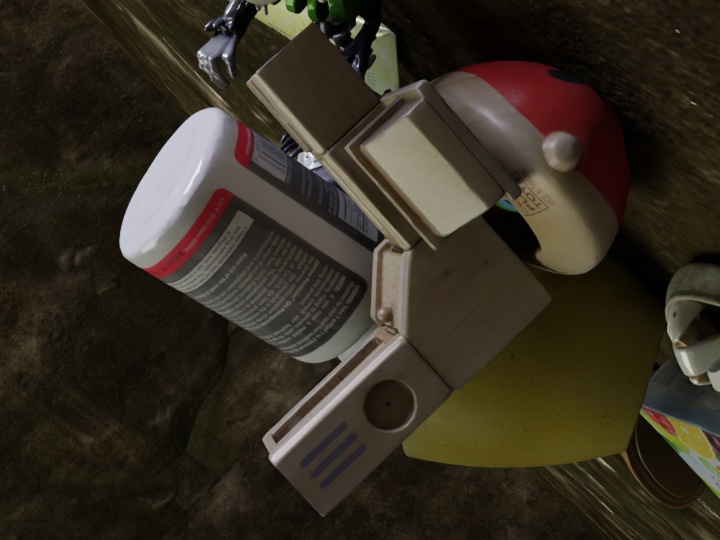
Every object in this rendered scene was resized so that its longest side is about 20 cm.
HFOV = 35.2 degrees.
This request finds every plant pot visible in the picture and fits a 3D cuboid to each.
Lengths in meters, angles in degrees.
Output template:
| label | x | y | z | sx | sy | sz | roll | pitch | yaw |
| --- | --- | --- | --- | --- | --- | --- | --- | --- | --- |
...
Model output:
| label | x | y | z | sx | sy | sz | roll | pitch | yaw |
| --- | --- | --- | --- | --- | --- | --- | --- | --- | --- |
| plant pot | 0.129 | 0.055 | 0.784 | 0.141 | 0.201 | 0.200 | 17 | 167 | 14 |

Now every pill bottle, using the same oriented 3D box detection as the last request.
| label | x | y | z | sx | sy | sz | roll | pitch | yaw |
| --- | --- | --- | --- | --- | --- | --- | --- | --- | --- |
| pill bottle | -0.046 | -0.008 | 0.742 | 0.200 | 0.111 | 0.111 | 33 | -179 | -25 |

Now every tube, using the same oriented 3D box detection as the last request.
| label | x | y | z | sx | sy | sz | roll | pitch | yaw |
| --- | --- | --- | --- | --- | --- | --- | --- | --- | --- |
| tube | -0.046 | -0.196 | 0.847 | 0.200 | 0.052 | 0.058 | 37 | -160 | 23 |

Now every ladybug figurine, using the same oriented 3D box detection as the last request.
| label | x | y | z | sx | sy | sz | roll | pitch | yaw |
| --- | --- | --- | --- | --- | --- | --- | --- | --- | --- |
| ladybug figurine | 0.092 | -0.062 | 0.630 | 0.136 | 0.072 | 0.200 | 47 | 176 | -8 |

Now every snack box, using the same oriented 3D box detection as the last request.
| label | x | y | z | sx | sy | sz | roll | pitch | yaw |
| --- | --- | --- | --- | --- | --- | --- | --- | --- | --- |
| snack box | 0.283 | 0.136 | 0.778 | 0.142 | 0.053 | 0.200 | 45 | 175 | -9 |

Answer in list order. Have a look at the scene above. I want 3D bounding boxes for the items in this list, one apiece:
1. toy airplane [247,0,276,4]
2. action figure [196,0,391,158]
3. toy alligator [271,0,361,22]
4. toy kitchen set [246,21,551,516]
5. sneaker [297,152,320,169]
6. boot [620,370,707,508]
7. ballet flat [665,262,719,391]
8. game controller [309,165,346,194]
| label | x | y | z | sx | sy | sz | roll | pitch | yaw |
| --- | --- | --- | --- | --- | --- | --- | --- | --- | --- |
| toy airplane | -0.115 | -0.238 | 0.537 | 0.200 | 0.141 | 0.200 | 15 | -128 | -57 |
| action figure | -0.037 | -0.148 | 0.753 | 0.119 | 0.102 | 0.200 | 21 | 151 | 28 |
| toy alligator | -0.061 | -0.187 | 0.664 | 0.199 | 0.054 | 0.059 | 22 | -148 | 9 |
| toy kitchen set | -0.018 | 0.000 | 0.597 | 0.200 | 0.180 | 0.163 | 48 | 174 | -10 |
| sneaker | -0.020 | -0.090 | 0.919 | 0.072 | 0.072 | 0.201 | -149 | 57 | -80 |
| boot | 0.212 | 0.110 | 0.996 | 0.200 | 0.077 | 0.155 | 49 | 173 | -8 |
| ballet flat | 0.198 | 0.036 | 0.597 | 0.068 | 0.062 | 0.200 | 61 | 172 | -9 |
| game controller | 0.000 | 0.000 | 0.861 | 0.104 | 0.042 | 0.200 | -10 | 134 | 31 |
